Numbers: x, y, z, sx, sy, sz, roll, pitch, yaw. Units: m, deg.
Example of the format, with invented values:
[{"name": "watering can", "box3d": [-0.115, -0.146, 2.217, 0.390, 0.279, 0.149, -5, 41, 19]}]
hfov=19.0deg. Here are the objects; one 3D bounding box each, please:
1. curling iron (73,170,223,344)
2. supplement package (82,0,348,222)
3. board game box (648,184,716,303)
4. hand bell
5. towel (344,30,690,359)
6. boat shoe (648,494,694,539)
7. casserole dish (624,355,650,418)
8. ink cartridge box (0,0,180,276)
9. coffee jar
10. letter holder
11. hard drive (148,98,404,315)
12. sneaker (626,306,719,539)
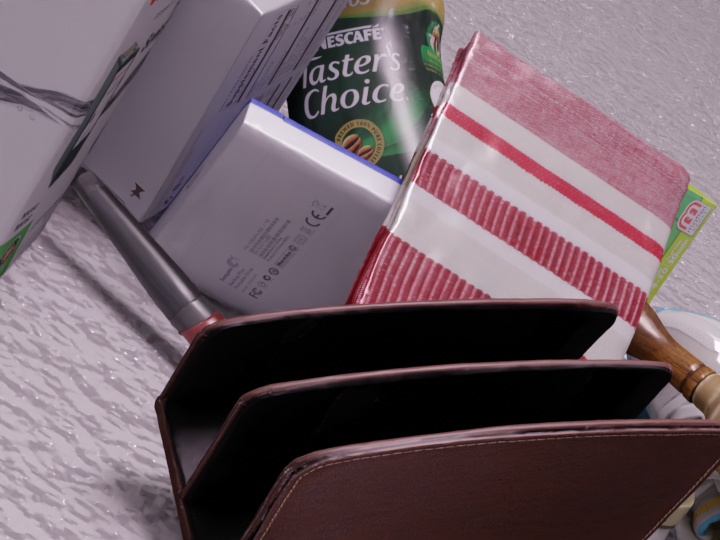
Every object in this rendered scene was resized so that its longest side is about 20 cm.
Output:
[{"name": "curling iron", "box3d": [-0.073, 0.027, 1.065, 0.200, 0.026, 0.050, 44, 31, 8]}, {"name": "supplement package", "box3d": [-0.126, -0.159, 1.139, 0.200, 0.156, 0.111, 42, 38, 9]}, {"name": "board game box", "box3d": [0.131, -0.037, 1.334, 0.200, 0.102, 0.048, 23, 15, -50]}, {"name": "hand bell", "box3d": [0.177, 0.055, 1.150, 0.200, 0.104, 0.104, 44, 23, 30]}, {"name": "towel", "box3d": [0.077, -0.004, 1.069, 0.144, 0.023, 0.200, 32, 62, -14]}, {"name": "boat shoe", "box3d": [0.108, 0.085, 1.167, 0.075, 0.068, 0.200, 21, 26, -28]}, {"name": "casserole dish", "box3d": [0.119, 0.059, 1.288, 0.200, 0.039, 0.121, 37, 21, 8]}, {"name": "ink cartridge box", "box3d": [-0.154, -0.095, 0.997, 0.084, 0.200, 0.146, 33, 21, -3]}, {"name": "coffee jar", "box3d": [0.005, -0.089, 1.225, 0.085, 0.104, 0.201, 26, 53, -68]}, {"name": "letter holder", "box3d": [0.035, 0.061, 0.893, 0.199, 0.142, 0.101, -2, 60, -24]}, {"name": "hard drive", "box3d": [0.000, 0.000, 1.120, 0.200, 0.132, 0.025, 28, 48, -14]}, {"name": "sneaker", "box3d": [0.204, 0.108, 1.198, 0.081, 0.077, 0.200, -5, 59, -47]}]
